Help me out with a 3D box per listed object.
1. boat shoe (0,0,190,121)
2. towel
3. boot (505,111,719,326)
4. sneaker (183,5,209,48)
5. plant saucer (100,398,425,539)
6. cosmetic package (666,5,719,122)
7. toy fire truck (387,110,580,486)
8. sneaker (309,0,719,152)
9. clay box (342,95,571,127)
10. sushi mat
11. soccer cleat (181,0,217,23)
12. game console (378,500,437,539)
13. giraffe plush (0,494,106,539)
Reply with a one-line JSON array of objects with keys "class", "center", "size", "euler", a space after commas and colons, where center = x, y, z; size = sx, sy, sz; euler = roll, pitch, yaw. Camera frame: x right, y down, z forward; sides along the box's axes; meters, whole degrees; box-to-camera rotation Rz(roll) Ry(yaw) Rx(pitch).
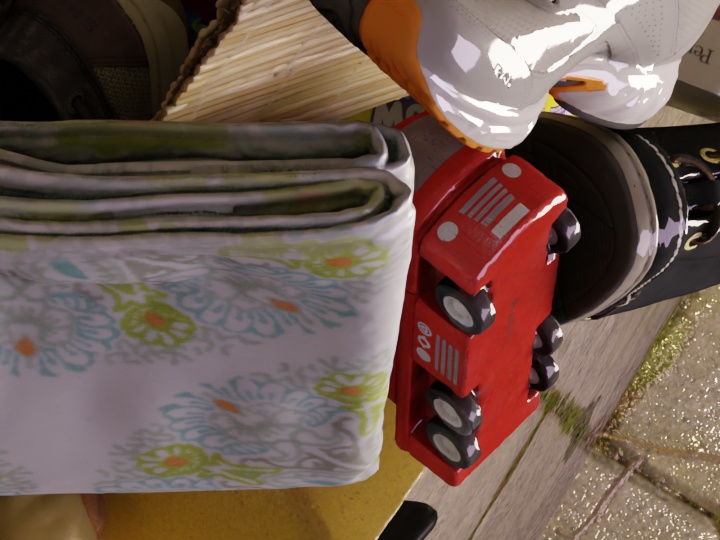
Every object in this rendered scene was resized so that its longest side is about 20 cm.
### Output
[{"class": "boat shoe", "center": [-0.094, -0.023, 0.875], "size": [0.066, 0.072, 0.201], "euler": [-41, 153, -30]}, {"class": "towel", "center": [-0.073, 0.018, 0.823], "size": [0.200, 0.171, 0.048], "euler": [98, -7, -61]}, {"class": "boot", "center": [0.113, -0.026, 0.958], "size": [0.154, 0.074, 0.204], "euler": [-12, 177, -17]}, {"class": "sneaker", "center": [-0.046, -0.072, 0.925], "size": [0.105, 0.076, 0.200], "euler": [-52, 167, -28]}, {"class": "plant saucer", "center": [-0.027, 0.029, 1.110], "size": [0.200, 0.048, 0.200], "euler": [0, -132, 53]}, {"class": "cosmetic package", "center": [0.131, -0.167, 1.035], "size": [0.087, 0.103, 0.200], "euler": [23, 86, -76]}, {"class": "toy fire truck", "center": [0.000, 0.000, 0.913], "size": [0.049, 0.141, 0.200], "euler": [-43, 158, -23]}, {"class": "sneaker", "center": [0.058, -0.093, 0.788], "size": [0.092, 0.076, 0.200], "euler": [-52, 165, 22]}, {"class": "clay box", "center": [0.028, -0.071, 1.112], "size": [0.200, 0.115, 0.048], "euler": [-22, 124, -70]}, {"class": "sushi mat", "center": [0.006, -0.077, 0.856], "size": [0.200, 0.012, 0.096], "euler": [-22, 160, -47]}, {"class": "soccer cleat", "center": [-0.035, -0.144, 0.801], "size": [0.085, 0.069, 0.200], "euler": [-61, 160, -28]}, {"class": "game console", "center": [-0.073, 0.201, 1.371], "size": [0.200, 0.116, 0.176], "euler": [-43, 160, -51]}, {"class": "giraffe plush", "center": [-0.122, 0.197, 1.047], "size": [0.200, 0.162, 0.173], "euler": [-51, 165, -37]}]
